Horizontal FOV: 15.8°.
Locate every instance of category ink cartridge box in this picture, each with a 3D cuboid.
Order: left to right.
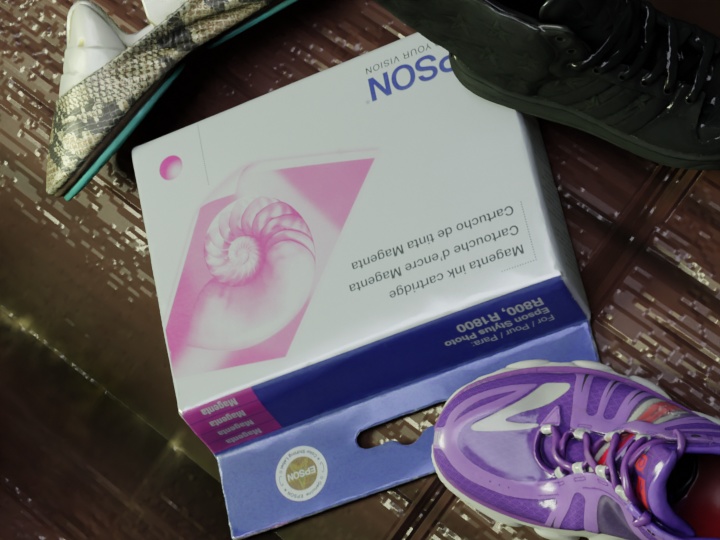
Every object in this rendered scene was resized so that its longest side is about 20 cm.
[{"bbox_3d":[0.000,0.000,1.211,0.196,0.043,0.201,-21,63,16],"label":"ink cartridge box"}]

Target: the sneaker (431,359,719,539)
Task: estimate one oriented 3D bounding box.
[{"bbox_3d":[0.118,0.081,1.101,0.199,0.083,0.081,10,84,27],"label":"sneaker"}]

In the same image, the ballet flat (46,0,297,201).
[{"bbox_3d":[-0.095,-0.123,1.277,0.200,0.068,0.075,-40,99,5],"label":"ballet flat"}]

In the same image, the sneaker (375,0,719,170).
[{"bbox_3d":[0.099,-0.104,1.140,0.199,0.104,0.060,14,69,11],"label":"sneaker"}]
